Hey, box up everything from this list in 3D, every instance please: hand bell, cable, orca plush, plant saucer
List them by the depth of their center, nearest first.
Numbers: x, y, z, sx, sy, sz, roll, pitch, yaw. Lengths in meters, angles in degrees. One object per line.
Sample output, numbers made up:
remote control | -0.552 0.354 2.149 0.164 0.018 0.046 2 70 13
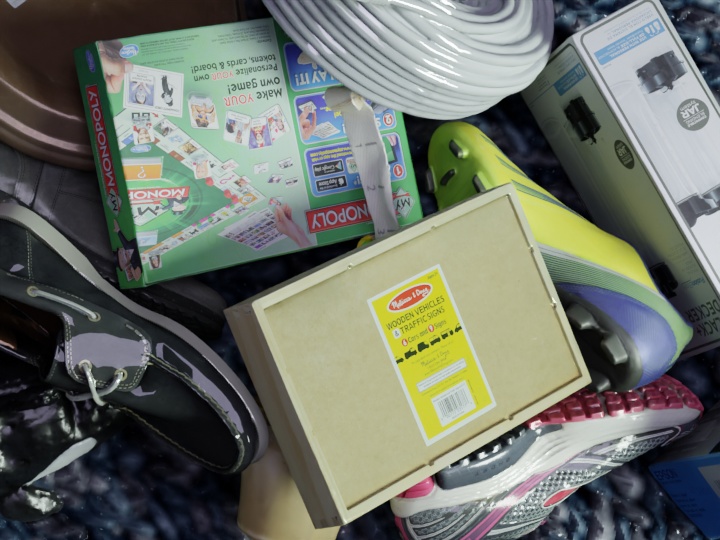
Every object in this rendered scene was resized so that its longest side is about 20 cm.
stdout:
orca plush | -0.167 0.084 1.130 0.199 0.071 0.106 0 81 -14
hand bell | -0.050 0.180 1.138 0.104 0.104 0.201 13 95 -11
plant saucer | -0.155 -0.151 1.168 0.199 0.029 0.201 9 63 -19
cable | 0.023 -0.173 1.171 0.200 0.069 0.200 29 37 -27

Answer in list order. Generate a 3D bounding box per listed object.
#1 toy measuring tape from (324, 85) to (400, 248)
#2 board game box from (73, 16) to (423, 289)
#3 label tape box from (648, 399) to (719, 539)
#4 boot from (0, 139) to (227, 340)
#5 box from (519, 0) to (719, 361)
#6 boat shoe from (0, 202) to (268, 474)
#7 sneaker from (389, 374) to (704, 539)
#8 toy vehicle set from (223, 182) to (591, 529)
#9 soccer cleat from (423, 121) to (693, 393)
toy measuring tape | 0.000 0.000 1.143 0.073 0.074 0.201 -20 106 -16
board game box | -0.059 -0.074 1.157 0.200 0.029 0.135 -13 94 -38
label tape box | 0.279 0.068 1.199 0.200 0.143 0.066 -43 92 -16
boot | -0.146 -0.053 1.166 0.200 0.068 0.131 28 70 -9
box | 0.180 -0.051 1.212 0.060 0.117 0.200 -29 89 -16
boat shoe | -0.139 0.049 1.082 0.200 0.072 0.068 37 43 5
sneaker | 0.108 0.109 1.196 0.199 0.081 0.075 -17 113 -15
toy vehicle set | 0.031 0.042 1.104 0.200 0.026 0.125 -25 95 -38
soccer cleat | 0.115 -0.012 1.209 0.084 0.065 0.200 -25 65 -36
